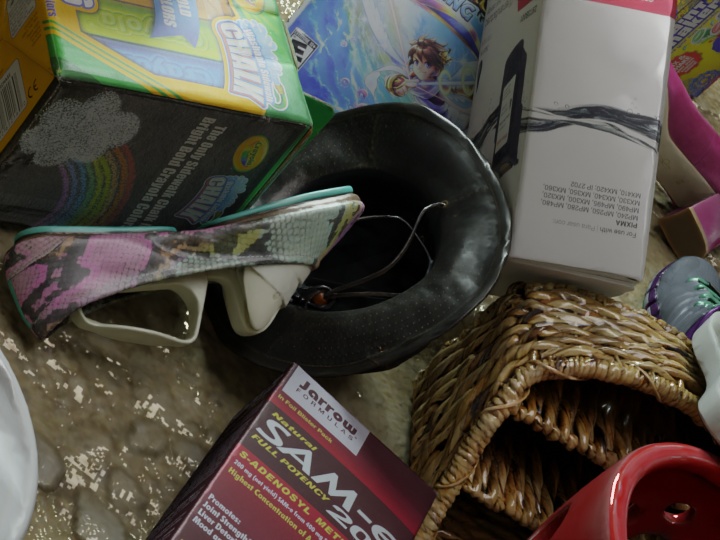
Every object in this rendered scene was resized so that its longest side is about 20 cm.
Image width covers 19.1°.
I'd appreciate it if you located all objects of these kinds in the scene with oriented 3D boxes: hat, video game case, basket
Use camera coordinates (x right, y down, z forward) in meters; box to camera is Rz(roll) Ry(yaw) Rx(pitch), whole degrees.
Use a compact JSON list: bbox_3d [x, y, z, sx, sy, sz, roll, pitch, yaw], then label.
[{"bbox_3d":[0.000,0.000,1.209,0.081,0.200,0.201,69,12,-47],"label":"hat"},{"bbox_3d":[0.057,-0.125,1.345,0.200,0.045,0.181,40,75,-7],"label":"video game case"},{"bbox_3d":[0.138,0.119,1.205,0.200,0.143,0.149,32,37,-21],"label":"basket"}]

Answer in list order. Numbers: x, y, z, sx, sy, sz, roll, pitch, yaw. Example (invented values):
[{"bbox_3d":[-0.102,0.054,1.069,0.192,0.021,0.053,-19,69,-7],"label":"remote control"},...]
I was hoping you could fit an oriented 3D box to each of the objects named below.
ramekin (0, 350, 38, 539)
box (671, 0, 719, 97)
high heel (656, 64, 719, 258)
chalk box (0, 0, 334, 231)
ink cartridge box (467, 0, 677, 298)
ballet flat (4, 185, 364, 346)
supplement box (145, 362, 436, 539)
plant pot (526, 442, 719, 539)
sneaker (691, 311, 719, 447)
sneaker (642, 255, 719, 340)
[{"bbox_3d":[-0.241,0.077,0.881,0.202,0.094,0.203,28,39,-25],"label":"ramekin"},{"bbox_3d":[0.257,-0.277,1.671,0.122,0.200,0.193,6,52,-44],"label":"box"},{"bbox_3d":[0.235,-0.110,1.568,0.096,0.067,0.201,-31,96,-47],"label":"high heel"},{"bbox_3d":[-0.112,-0.097,1.150,0.199,0.124,0.124,9,50,-36],"label":"chalk box"},{"bbox_3d":[0.118,-0.086,1.257,0.084,0.145,0.201,10,82,-10],"label":"ink cartridge box"},{"bbox_3d":[-0.087,0.003,1.119,0.199,0.069,0.071,-9,80,-25],"label":"ballet flat"},{"bbox_3d":[-0.045,0.145,1.055,0.109,0.061,0.200,43,34,-6],"label":"supplement box"},{"bbox_3d":[0.140,0.215,1.077,0.200,0.182,0.201,28,39,-25],"label":"plant pot"},{"bbox_3d":[0.233,0.050,1.165,0.073,0.085,0.200,46,15,-5],"label":"sneaker"},{"bbox_3d":[0.236,0.043,1.432,0.074,0.088,0.200,39,36,-12],"label":"sneaker"}]
